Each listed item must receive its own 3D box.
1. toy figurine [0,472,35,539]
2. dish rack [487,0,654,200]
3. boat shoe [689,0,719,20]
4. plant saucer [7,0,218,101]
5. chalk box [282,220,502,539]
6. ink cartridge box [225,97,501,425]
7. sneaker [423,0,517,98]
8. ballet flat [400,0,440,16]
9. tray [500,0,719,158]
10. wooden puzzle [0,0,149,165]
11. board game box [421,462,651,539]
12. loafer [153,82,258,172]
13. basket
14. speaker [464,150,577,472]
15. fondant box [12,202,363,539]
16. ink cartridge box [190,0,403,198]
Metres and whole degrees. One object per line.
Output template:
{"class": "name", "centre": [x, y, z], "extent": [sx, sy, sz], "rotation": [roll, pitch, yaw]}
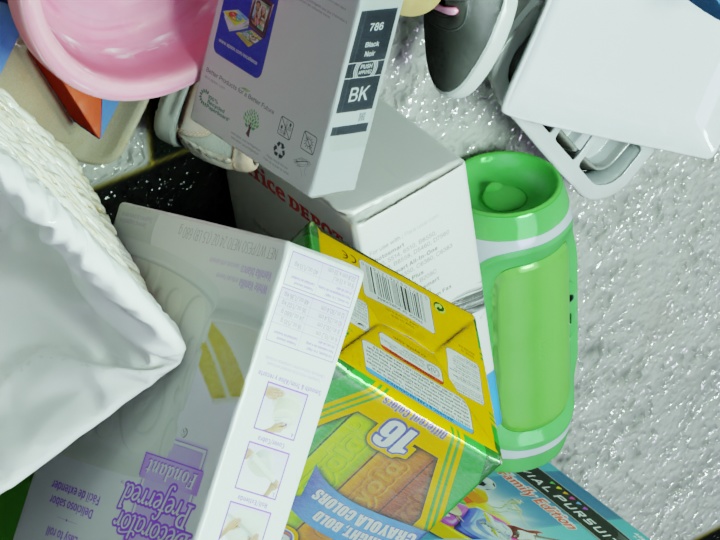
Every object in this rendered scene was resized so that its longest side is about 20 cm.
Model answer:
{"class": "toy figurine", "centre": [-0.192, 0.177, 1.674], "extent": [0.184, 0.150, 0.201], "rotation": [21, 68, -58]}
{"class": "dish rack", "centre": [0.163, -0.158, 1.838], "extent": [0.200, 0.044, 0.172], "rotation": [-50, 137, -3]}
{"class": "boat shoe", "centre": [0.174, -0.234, 1.725], "extent": [0.069, 0.084, 0.200], "rotation": [-43, 113, -10]}
{"class": "plant saucer", "centre": [-0.105, -0.186, 1.514], "extent": [0.200, 0.051, 0.201], "rotation": [-28, 135, -32]}
{"class": "chalk box", "centre": [-0.038, 0.099, 1.612], "extent": [0.124, 0.124, 0.200], "rotation": [30, 119, -26]}
{"class": "ink cartridge box", "centre": [0.000, 0.000, 1.723], "extent": [0.084, 0.146, 0.200], "rotation": [-28, 133, -23]}
{"class": "sneaker", "centre": [0.039, -0.194, 1.690], "extent": [0.099, 0.071, 0.201], "rotation": [-6, 115, -37]}
{"class": "ballet flat", "centre": [0.022, -0.236, 1.588], "extent": [0.068, 0.063, 0.201], "rotation": [-9, 94, -22]}
{"class": "tray", "centre": [0.167, -0.132, 1.811], "extent": [0.200, 0.022, 0.108], "rotation": [9, 111, -44]}
{"class": "wooden puzzle", "centre": [-0.161, -0.150, 1.554], "extent": [0.200, 0.046, 0.186], "rotation": [16, 106, -46]}
{"class": "board game box", "centre": [0.072, 0.169, 1.897], "extent": [0.200, 0.151, 0.047], "rotation": [-2, 118, -41]}
{"class": "loafer", "centre": [-0.047, -0.150, 1.630], "extent": [0.200, 0.063, 0.072], "rotation": [-65, 167, 16]}
{"class": "basket", "centre": [-0.229, 0.001, 1.476], "extent": [0.200, 0.161, 0.198], "rotation": [-34, 138, 7]}
{"class": "speaker", "centre": [0.092, 0.027, 1.869], "extent": [0.088, 0.088, 0.201], "rotation": [-25, 131, -27]}
{"class": "fondant box", "centre": [-0.091, 0.076, 1.524], "extent": [0.058, 0.144, 0.201], "rotation": [19, 86, -41]}
{"class": "ink cartridge box", "centre": [-0.023, -0.148, 1.508], "extent": [0.039, 0.099, 0.201], "rotation": [-11, 126, -43]}
